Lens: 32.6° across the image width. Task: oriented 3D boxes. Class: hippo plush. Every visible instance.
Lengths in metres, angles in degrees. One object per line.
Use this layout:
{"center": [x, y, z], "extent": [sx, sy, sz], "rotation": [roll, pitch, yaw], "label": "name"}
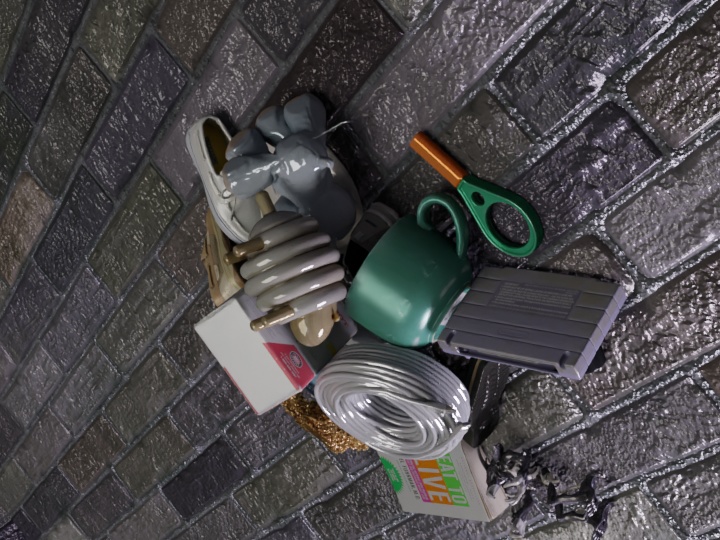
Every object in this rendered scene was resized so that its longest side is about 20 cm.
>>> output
{"center": [-0.062, -0.122, 1.588], "extent": [0.200, 0.159, 0.161], "rotation": [-7, 135, 31], "label": "hippo plush"}

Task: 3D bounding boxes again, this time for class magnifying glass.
{"center": [0.138, -0.093, 1.478], "extent": [0.200, 0.022, 0.080], "rotation": [45, 143, 11], "label": "magnifying glass"}

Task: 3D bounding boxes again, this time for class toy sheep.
{"center": [-0.088, -0.003, 1.499], "extent": [0.138, 0.138, 0.200], "rotation": [-20, 91, 53], "label": "toy sheep"}

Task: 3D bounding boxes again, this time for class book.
{"center": [0.113, 0.297, 1.821], "extent": [0.200, 0.048, 0.134], "rotation": [-9, 109, 52], "label": "book"}

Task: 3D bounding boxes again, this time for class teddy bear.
{"center": [-0.044, 0.216, 1.778], "extent": [0.145, 0.067, 0.200], "rotation": [33, 168, 18], "label": "teddy bear"}

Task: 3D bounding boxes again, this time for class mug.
{"center": [0.072, 0.013, 1.526], "extent": [0.114, 0.152, 0.185], "rotation": [35, 144, 13], "label": "mug"}

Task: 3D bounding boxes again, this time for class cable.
{"center": [0.041, 0.166, 1.572], "extent": [0.200, 0.069, 0.200], "rotation": [26, 149, 3], "label": "cable"}

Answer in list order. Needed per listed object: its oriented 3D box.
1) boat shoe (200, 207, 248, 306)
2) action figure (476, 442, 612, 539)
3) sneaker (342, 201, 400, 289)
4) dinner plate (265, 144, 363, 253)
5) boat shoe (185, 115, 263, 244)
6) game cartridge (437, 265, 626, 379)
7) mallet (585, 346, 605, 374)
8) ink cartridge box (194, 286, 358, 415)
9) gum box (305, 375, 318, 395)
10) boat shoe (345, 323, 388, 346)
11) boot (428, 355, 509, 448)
{"center": [-0.204, -0.026, 1.786], "extent": [0.064, 0.200, 0.071], "rotation": [-38, 126, 15], "label": "boat shoe"}
{"center": [0.228, 0.299, 1.646], "extent": [0.200, 0.102, 0.119], "rotation": [14, 144, 38], "label": "action figure"}
{"center": [0.000, 0.000, 1.653], "extent": [0.075, 0.082, 0.200], "rotation": [31, 139, 27], "label": "sneaker"}
{"center": [-0.079, -0.105, 1.702], "extent": [0.200, 0.024, 0.200], "rotation": [29, 138, 30], "label": "dinner plate"}
{"center": [-0.176, -0.129, 1.732], "extent": [0.202, 0.075, 0.086], "rotation": [67, 155, 1], "label": "boat shoe"}
{"center": [0.201, 0.057, 1.447], "extent": [0.200, 0.130, 0.038], "rotation": [9, 141, 43], "label": "game cartridge"}
{"center": [0.225, 0.099, 1.540], "extent": [0.200, 0.041, 0.066], "rotation": [-14, 112, 56], "label": "mallet"}
{"center": [-0.105, 0.076, 1.614], "extent": [0.083, 0.200, 0.145], "rotation": [-34, 94, 30], "label": "ink cartridge box"}
{"center": [0.007, 0.183, 1.764], "extent": [0.170, 0.045, 0.200], "rotation": [42, 158, -21], "label": "gum box"}
{"center": [0.003, 0.108, 1.751], "extent": [0.200, 0.072, 0.068], "rotation": [-1, 119, 51], "label": "boat shoe"}
{"center": [0.120, 0.142, 1.646], "extent": [0.138, 0.077, 0.200], "rotation": [39, 147, 25], "label": "boot"}
